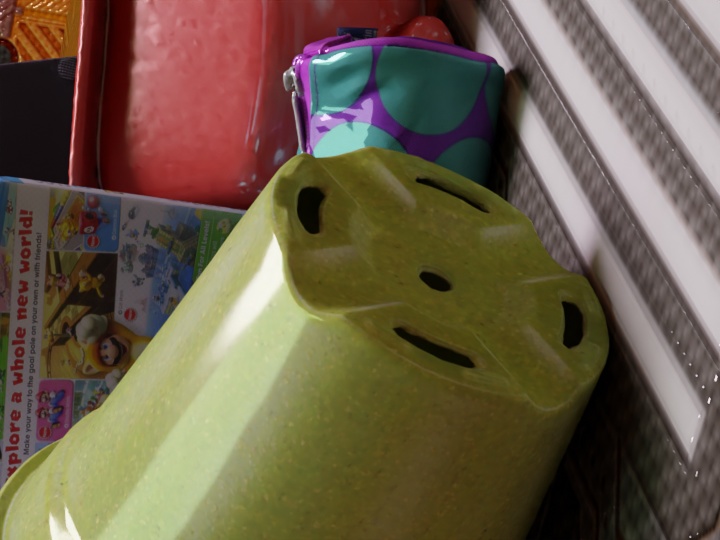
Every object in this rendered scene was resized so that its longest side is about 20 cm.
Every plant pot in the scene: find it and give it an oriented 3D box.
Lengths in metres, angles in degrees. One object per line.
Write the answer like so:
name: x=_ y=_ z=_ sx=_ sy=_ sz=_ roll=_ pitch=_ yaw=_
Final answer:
plant pot: x=-0.011 y=0.064 z=0.927 sx=0.201 sy=0.200 sz=0.184 roll=-98 pitch=31 yaw=-53

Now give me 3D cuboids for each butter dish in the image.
butter dish: x=-0.026 y=-0.097 z=1.184 sx=0.199 sy=0.148 sz=0.200 roll=2 pitch=-87 yaw=-58

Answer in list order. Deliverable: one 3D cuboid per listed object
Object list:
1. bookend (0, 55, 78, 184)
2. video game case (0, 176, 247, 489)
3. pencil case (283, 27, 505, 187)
bookend: x=-0.174 y=0.030 z=1.251 sx=0.199 sy=0.092 sz=0.200 roll=130 pitch=130 yaw=-65
video game case: x=-0.072 y=0.043 z=1.130 sx=0.018 sy=0.200 sz=0.143 roll=-154 pitch=73 yaw=-70
pencil case: x=0.000 y=0.000 z=1.092 sx=0.085 sy=0.092 sz=0.200 roll=-146 pitch=64 yaw=-76
